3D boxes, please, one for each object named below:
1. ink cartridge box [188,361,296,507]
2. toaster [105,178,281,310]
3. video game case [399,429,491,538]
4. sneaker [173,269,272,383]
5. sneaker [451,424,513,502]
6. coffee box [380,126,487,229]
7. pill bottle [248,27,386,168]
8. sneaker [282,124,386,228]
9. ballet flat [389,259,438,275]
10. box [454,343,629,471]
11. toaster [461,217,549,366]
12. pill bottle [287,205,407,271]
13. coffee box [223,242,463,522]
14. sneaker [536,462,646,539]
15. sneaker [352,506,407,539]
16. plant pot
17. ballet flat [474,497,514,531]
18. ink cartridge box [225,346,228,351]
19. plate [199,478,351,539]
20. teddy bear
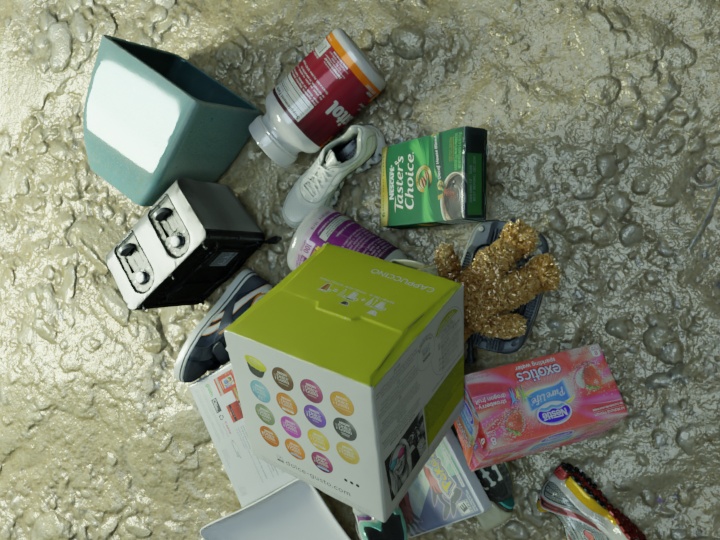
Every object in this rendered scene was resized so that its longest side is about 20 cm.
[{"bbox_3d":[-0.136,0.223,1.179,0.174,0.084,0.202,-29,80,16],"label":"ink cartridge box"},{"bbox_3d":[-0.257,-0.036,1.181,0.180,0.199,0.119,-41,75,20],"label":"toaster"},{"bbox_3d":[0.075,0.265,1.094,0.182,0.023,0.202,-40,75,47],"label":"video game case"},{"bbox_3d":[-0.200,0.096,1.184,0.079,0.079,0.201,31,76,16],"label":"sneaker"},{"bbox_3d":[0.158,0.221,1.080,0.077,0.088,0.201,-41,73,33],"label":"sneaker"},{"bbox_3d":[0.097,-0.123,1.078,0.199,0.043,0.125,2,91,59],"label":"coffee box"},{"bbox_3d":[-0.067,-0.251,1.158,0.200,0.113,0.113,-41,77,13],"label":"pill bottle"},{"bbox_3d":[-0.051,-0.145,1.167,0.200,0.081,0.075,-46,78,13],"label":"sneaker"},{"bbox_3d":[0.025,0.017,1.042,0.197,0.068,0.063,1,68,3],"label":"ballet flat"},{"bbox_3d":[0.225,0.177,1.002,0.197,0.095,0.104,-10,63,-15],"label":"box"},{"bbox_3d":[0.192,0.032,1.057,0.112,0.129,0.203,14,92,18],"label":"toaster"},{"bbox_3d":[0.000,0.000,1.129,0.199,0.112,0.113,32,98,17],"label":"pill bottle"},{"bbox_3d":[-0.008,0.117,0.902,0.198,0.200,0.200,17,130,30],"label":"coffee box"},{"bbox_3d":[0.322,0.357,1.041,0.200,0.078,0.082,46,106,23],"label":"sneaker"},{"bbox_3d":[0.014,0.327,1.116,0.077,0.140,0.202,-8,60,-6],"label":"sneaker"},{"bbox_3d":[-0.309,-0.212,1.200,0.195,0.196,0.201,36,107,15],"label":"plant pot"},{"bbox_3d":[0.132,0.284,1.106,0.069,0.069,0.200,-44,77,11],"label":"ballet flat"},{"bbox_3d":[-0.070,0.128,1.095,0.200,0.145,0.087,49,134,-4],"label":"ink cartridge box"},{"bbox_3d":[-0.107,0.414,1.162,0.198,0.032,0.201,-30,104,14],"label":"plate"},{"bbox_3d":[0.151,0.025,0.959,0.198,0.067,0.147,-19,95,10],"label":"teddy bear"}]
